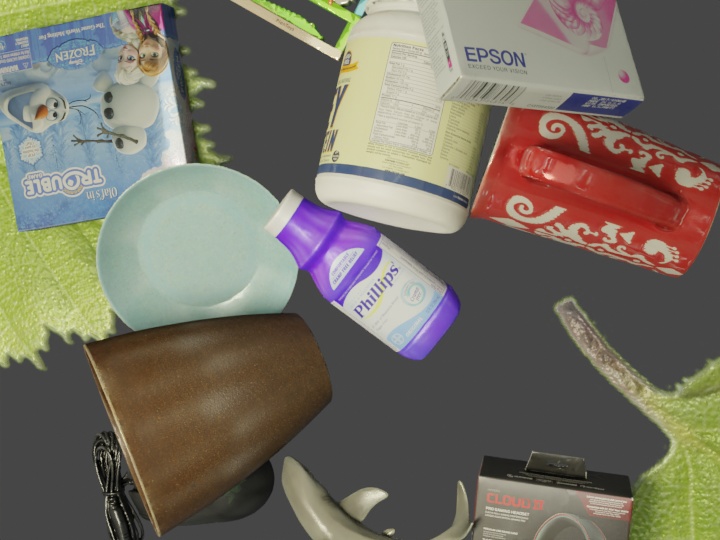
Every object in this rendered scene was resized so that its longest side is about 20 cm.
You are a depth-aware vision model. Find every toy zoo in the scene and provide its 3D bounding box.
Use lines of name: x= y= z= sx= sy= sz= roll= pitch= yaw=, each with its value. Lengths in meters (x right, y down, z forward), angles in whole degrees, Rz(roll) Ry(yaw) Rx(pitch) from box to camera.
toy zoo: x=-0.028 y=-0.325 z=0.994 sx=0.130 sy=0.020 sz=0.202 roll=29 pitch=100 yaw=7

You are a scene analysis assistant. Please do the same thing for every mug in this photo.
mug: x=0.207 y=-0.066 z=0.906 sx=0.198 sy=0.178 sz=0.134 roll=21 pitch=126 yaw=3

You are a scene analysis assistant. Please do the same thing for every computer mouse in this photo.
computer mouse: x=-0.189 y=0.229 z=1.061 sx=0.197 sy=0.053 sz=0.140 roll=-9 pitch=93 yaw=11

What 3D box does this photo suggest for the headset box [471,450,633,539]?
headset box: x=0.180 y=0.274 z=0.985 sx=0.147 sy=0.075 sz=0.203 roll=7 pitch=97 yaw=10

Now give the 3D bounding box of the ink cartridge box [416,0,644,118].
ink cartridge box: x=0.137 y=-0.232 z=0.871 sx=0.194 sy=0.043 sz=0.202 roll=0 pitch=69 yaw=-28

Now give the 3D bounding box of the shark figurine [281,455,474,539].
shark figurine: x=0.010 y=0.269 z=1.002 sx=0.212 sy=0.089 sz=0.130 roll=7 pitch=100 yaw=20

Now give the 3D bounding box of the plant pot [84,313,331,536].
plant pot: x=-0.135 y=0.120 z=0.971 sx=0.198 sy=0.187 sz=0.189 roll=-23 pitch=91 yaw=-17

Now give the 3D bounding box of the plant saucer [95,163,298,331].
plant saucer: x=-0.161 y=-0.016 z=1.018 sx=0.198 sy=0.039 sz=0.203 roll=-3 pitch=115 yaw=-7

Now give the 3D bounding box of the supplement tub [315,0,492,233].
supplement tub: x=0.046 y=-0.146 z=0.927 sx=0.143 sy=0.145 sz=0.203 roll=12 pitch=87 yaw=9

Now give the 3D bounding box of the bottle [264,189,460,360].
bottle: x=0.000 y=0.000 z=0.978 sx=0.199 sy=0.065 sz=0.084 roll=38 pitch=100 yaw=-9

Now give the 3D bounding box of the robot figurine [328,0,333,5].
robot figurine: x=-0.043 y=-0.350 z=0.925 sx=0.143 sy=0.116 sz=0.201 roll=-29 pitch=89 yaw=-33

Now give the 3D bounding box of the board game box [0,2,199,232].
board game box: x=-0.272 y=-0.154 z=1.045 sx=0.197 sy=0.043 sz=0.202 roll=-9 pitch=95 yaw=11
